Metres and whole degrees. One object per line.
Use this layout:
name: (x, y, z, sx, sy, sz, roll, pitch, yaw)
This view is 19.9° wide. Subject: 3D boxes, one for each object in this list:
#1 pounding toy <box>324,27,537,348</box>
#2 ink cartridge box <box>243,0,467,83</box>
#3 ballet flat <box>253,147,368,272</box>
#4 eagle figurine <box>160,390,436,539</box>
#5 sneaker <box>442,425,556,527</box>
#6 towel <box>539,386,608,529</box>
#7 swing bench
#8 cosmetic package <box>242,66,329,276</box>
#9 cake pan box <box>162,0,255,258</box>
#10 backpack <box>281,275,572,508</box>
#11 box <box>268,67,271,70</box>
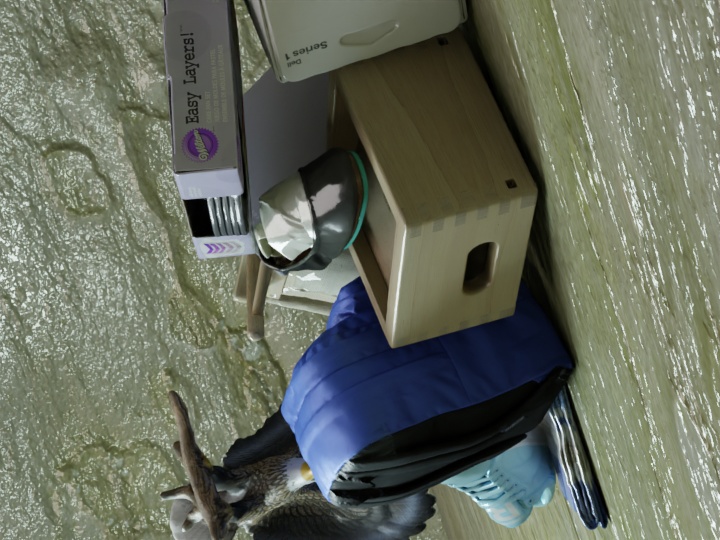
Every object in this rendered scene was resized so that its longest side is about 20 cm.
pounding toy: (0.060, -0.063, 1.513, 0.201, 0.141, 0.185, 95, 157, -55)
ink cartridge box: (-0.024, -0.244, 1.472, 0.084, 0.144, 0.201, 76, 174, -47)
ballet flat: (-0.041, -0.034, 1.504, 0.200, 0.068, 0.069, 118, 138, -72)
eagle figurine: (-0.054, 0.170, 1.687, 0.151, 0.199, 0.153, 28, 118, 48)
sneaker: (0.121, 0.177, 1.741, 0.199, 0.073, 0.083, 1, -109, -59)
towel: (0.152, 0.108, 1.699, 0.147, 0.024, 0.202, -123, 13, -78)
swing bench: (0.000, 0.000, 1.795, 0.200, 0.197, 0.131, -123, 44, -78)
cosmetic package: (-0.038, -0.108, 1.636, 0.107, 0.200, 0.090, 42, 176, 30)
cake pan box: (-0.112, -0.124, 1.494, 0.184, 0.052, 0.202, 82, -177, -70)
backpack: (0.035, 0.086, 1.596, 0.168, 0.199, 0.163, 57, 159, 23)
box: (-0.012, -0.118, 1.782, 0.200, 0.074, 0.101, 20, 102, 59)
